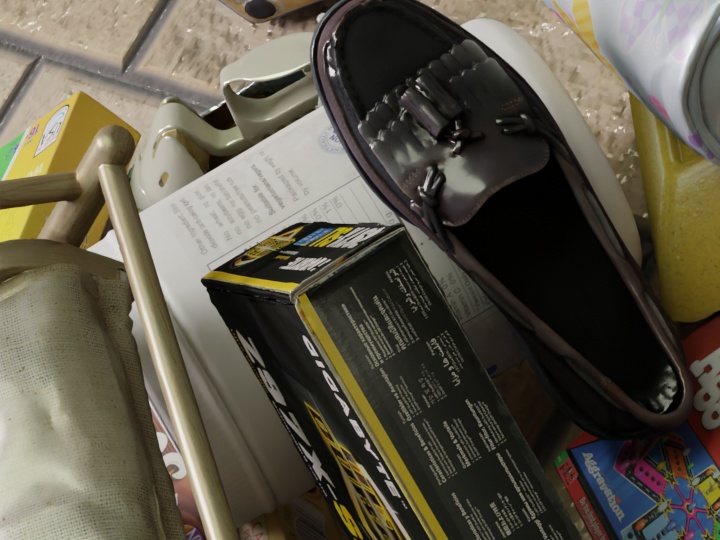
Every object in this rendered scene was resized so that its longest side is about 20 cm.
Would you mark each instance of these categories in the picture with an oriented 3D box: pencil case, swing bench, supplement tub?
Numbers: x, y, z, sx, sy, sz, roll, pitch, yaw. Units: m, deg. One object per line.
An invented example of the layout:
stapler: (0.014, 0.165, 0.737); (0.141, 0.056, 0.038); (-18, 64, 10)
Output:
pencil case: (0.121, -0.117, 0.991); (0.091, 0.083, 0.200); (-40, 37, 2)
swing bench: (-0.127, 0.093, 0.895); (0.129, 0.200, 0.200); (-7, 55, -18)
supplement tub: (0.000, 0.000, 1.031); (0.199, 0.132, 0.132); (-31, 41, -6)

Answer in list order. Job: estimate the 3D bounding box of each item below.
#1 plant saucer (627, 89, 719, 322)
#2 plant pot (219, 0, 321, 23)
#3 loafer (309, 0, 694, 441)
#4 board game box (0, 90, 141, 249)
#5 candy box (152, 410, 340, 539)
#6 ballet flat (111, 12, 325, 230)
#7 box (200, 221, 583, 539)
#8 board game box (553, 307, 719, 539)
plant saucer: (0.184, -0.103, 1.024); (0.199, 0.048, 0.201); (-29, 40, 24)
plant pot: (-0.035, -0.245, 1.240); (0.199, 0.200, 0.181); (-17, 56, 32)
loafer: (0.059, -0.022, 0.940); (0.072, 0.200, 0.063); (-39, 8, -7)
board game box: (-0.191, 0.025, 1.245); (0.153, 0.040, 0.201); (-30, 32, 42)
candy box: (-0.078, 0.106, 1.121); (0.117, 0.056, 0.200); (-39, 43, 14)
ballet flat: (-0.058, -0.068, 1.223); (0.199, 0.074, 0.075); (-32, 44, 21)
box: (0.025, 0.078, 0.892); (0.049, 0.201, 0.160); (-31, 9, -10)
board game box: (0.134, 0.084, 0.924); (0.103, 0.019, 0.200); (-42, 23, 8)
